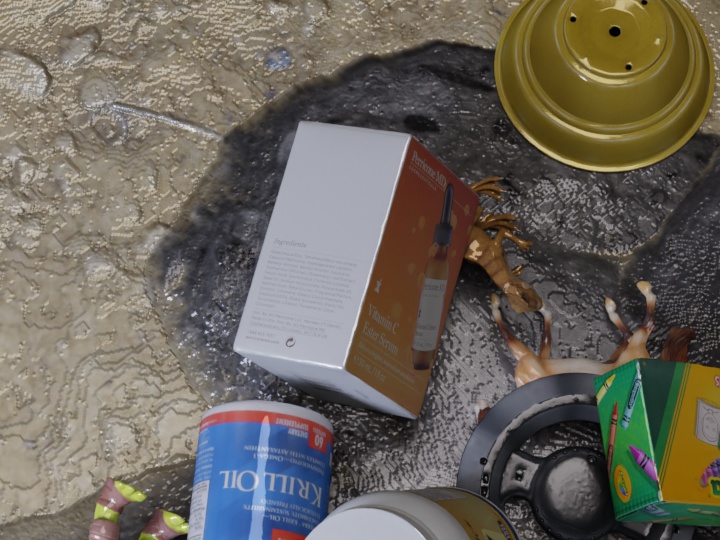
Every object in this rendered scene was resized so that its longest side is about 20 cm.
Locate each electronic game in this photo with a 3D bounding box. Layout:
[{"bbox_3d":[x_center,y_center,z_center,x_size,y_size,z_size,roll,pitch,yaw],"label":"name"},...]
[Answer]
[{"bbox_3d":[0.177,0.184,1.758,0.199,0.042,0.201,0,85,-1],"label":"electronic game"}]

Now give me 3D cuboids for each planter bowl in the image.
[{"bbox_3d":[0.221,-0.195,1.899,0.200,0.083,0.201,1,69,-1],"label":"planter bowl"}]

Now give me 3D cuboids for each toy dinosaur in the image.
[{"bbox_3d":[0.081,-0.034,1.840,0.200,0.061,0.106,28,50,28],"label":"toy dinosaur"}]

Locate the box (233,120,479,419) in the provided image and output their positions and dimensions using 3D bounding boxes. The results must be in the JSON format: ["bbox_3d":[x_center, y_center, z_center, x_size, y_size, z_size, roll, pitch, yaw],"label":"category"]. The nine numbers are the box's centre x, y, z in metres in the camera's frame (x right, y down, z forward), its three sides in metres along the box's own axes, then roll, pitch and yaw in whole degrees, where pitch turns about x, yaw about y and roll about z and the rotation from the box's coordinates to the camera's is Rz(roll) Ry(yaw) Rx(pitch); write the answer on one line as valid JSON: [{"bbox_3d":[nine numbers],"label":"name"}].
[{"bbox_3d":[0.000,0.000,1.756,0.106,0.152,0.201,10,77,29],"label":"box"}]

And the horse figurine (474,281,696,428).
[{"bbox_3d":[0.189,0.079,1.812,0.199,0.050,0.133,-4,63,0],"label":"horse figurine"}]

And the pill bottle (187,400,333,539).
[{"bbox_3d":[-0.083,0.214,1.722,0.112,0.112,0.201,4,69,1],"label":"pill bottle"}]

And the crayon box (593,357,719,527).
[{"bbox_3d":[0.286,0.143,1.731,0.200,0.058,0.119,8,65,-35],"label":"crayon box"}]

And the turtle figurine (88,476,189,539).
[{"bbox_3d":[-0.203,0.260,1.728,0.200,0.064,0.161,34,73,-9],"label":"turtle figurine"}]

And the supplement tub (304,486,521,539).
[{"bbox_3d":[0.038,0.240,1.649,0.144,0.200,0.145,-1,86,21],"label":"supplement tub"}]
